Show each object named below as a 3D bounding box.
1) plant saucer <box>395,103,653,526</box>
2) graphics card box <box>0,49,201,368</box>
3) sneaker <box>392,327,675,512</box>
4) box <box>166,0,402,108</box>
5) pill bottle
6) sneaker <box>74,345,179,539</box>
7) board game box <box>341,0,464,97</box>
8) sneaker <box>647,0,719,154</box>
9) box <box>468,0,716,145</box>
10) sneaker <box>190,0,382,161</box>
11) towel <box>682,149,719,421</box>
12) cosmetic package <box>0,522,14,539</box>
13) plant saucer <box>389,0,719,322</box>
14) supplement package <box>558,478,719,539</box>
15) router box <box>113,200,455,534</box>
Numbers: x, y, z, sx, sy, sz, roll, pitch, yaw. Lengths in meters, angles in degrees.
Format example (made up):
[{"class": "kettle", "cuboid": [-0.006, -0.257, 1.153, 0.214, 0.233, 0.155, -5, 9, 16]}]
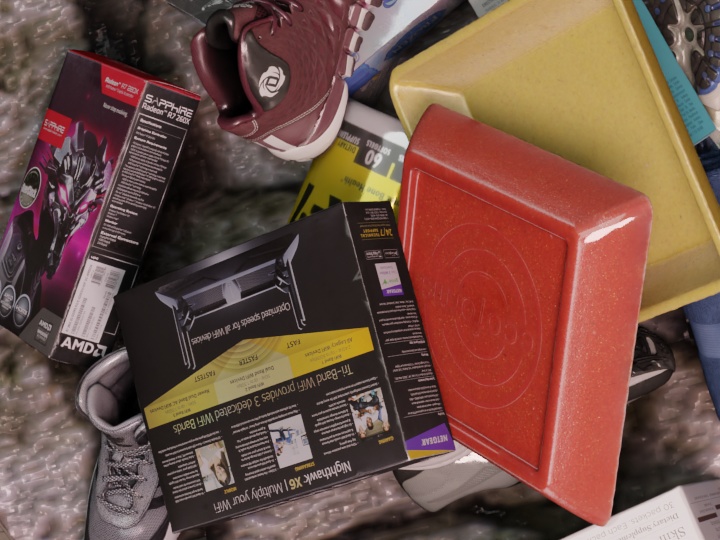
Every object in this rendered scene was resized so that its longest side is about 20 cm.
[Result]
[{"class": "plant saucer", "cuboid": [0.079, 0.025, 1.217, 0.199, 0.036, 0.202, 29, 121, 47]}, {"class": "graphics card box", "cuboid": [-0.188, -0.044, 1.429, 0.125, 0.051, 0.201, 26, 98, 53]}, {"class": "sneaker", "cuboid": [0.109, 0.093, 1.342, 0.199, 0.074, 0.080, -23, 122, 6]}, {"class": "box", "cuboid": [-0.017, -0.229, 1.410, 0.158, 0.048, 0.201, 32, 97, 19]}, {"class": "pill bottle", "cuboid": [0.000, 0.000, 1.355, 0.114, 0.114, 0.201, 24, 94, 19]}, {"class": "sneaker", "cuboid": [-0.158, 0.122, 1.402, 0.075, 0.114, 0.201, 21, 94, 19]}, {"class": "board game box", "cuboid": [0.001, -0.250, 1.356, 0.199, 0.043, 0.201, -38, 77, 14]}, {"class": "sneaker", "cuboid": [0.227, -0.089, 1.301, 0.077, 0.085, 0.202, 24, 119, 42]}, {"class": "box", "cuboid": [0.127, -0.148, 1.262, 0.082, 0.049, 0.201, -29, 92, 48]}, {"class": "sneaker", "cuboid": [-0.045, -0.171, 1.278, 0.075, 0.115, 0.202, 11, 92, 36]}, {"class": "towel", "cuboid": [0.250, 0.014, 1.257, 0.111, 0.049, 0.201, -15, 115, 15]}, {"class": "cosmetic package", "cuboid": [-0.266, 0.246, 1.439, 0.087, 0.103, 0.200, -44, 73, 11]}, {"class": "plant saucer", "cuboid": [0.125, -0.062, 1.227, 0.199, 0.048, 0.201, -25, 86, 49]}, {"class": "supplement package", "cuboid": [0.142, 0.219, 1.269, 0.199, 0.156, 0.112, -27, 79, 15]}, {"class": "router box", "cuboid": [-0.050, 0.062, 1.279, 0.199, 0.052, 0.159, -20, 80, 36]}]
